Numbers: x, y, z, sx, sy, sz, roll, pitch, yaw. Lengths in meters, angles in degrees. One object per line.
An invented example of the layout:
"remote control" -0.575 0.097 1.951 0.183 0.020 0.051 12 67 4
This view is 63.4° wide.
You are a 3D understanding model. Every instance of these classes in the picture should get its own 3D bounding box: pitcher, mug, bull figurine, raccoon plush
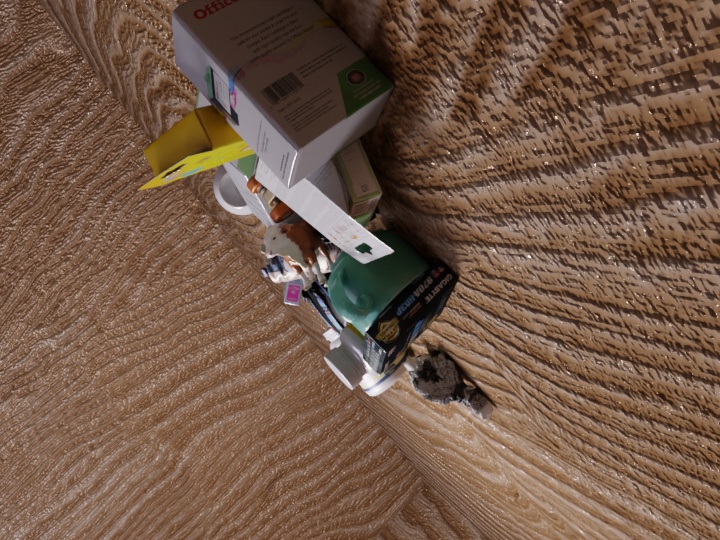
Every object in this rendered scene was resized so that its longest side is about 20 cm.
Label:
"pitcher" -0.262 -0.213 1.277 0.200 0.120 0.173 -97 -14 -76
"mug" 0.019 0.009 0.903 0.114 0.152 0.185 45 178 13
"bull figurine" -0.100 -0.033 0.991 0.122 0.065 0.200 63 -165 -7
"raccoon plush" 0.175 0.251 1.234 0.200 0.097 0.134 47 174 8

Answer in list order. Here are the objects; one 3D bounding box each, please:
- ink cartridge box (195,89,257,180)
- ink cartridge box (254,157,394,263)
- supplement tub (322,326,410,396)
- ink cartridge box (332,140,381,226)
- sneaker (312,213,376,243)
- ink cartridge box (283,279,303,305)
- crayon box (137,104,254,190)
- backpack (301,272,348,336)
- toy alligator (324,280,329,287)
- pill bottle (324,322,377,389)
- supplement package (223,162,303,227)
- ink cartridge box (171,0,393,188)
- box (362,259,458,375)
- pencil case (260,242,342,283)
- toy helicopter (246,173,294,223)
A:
"ink cartridge box" -0.204 -0.260 0.968 0.200 0.048 0.147 41 128 29
"ink cartridge box" -0.043 -0.093 0.754 0.199 0.050 0.162 37 168 -8
"supplement tub" 0.015 0.193 1.453 0.200 0.145 0.145 49 166 -2
"ink cartridge box" -0.038 -0.167 0.829 0.146 0.047 0.202 118 132 -75
"sneaker" -0.049 -0.091 1.003 0.076 0.091 0.200 50 168 -14
"ink cartridge box" -0.133 -0.037 1.276 0.041 0.202 0.119 8 -168 -9
"crayon box" -0.176 -0.165 0.724 0.126 0.200 0.051 -17 102 41
"backpack" -0.016 0.071 1.238 0.200 0.134 0.183 49 166 0
"toy alligator" 0.000 0.000 1.045 0.059 0.199 0.055 -15 81 35
"pill bottle" 0.030 0.126 1.102 0.111 0.200 0.111 45 165 15
"supplement package" -0.173 -0.175 1.112 0.109 0.114 0.201 40 164 30
"ink cartridge box" -0.087 -0.216 0.640 0.200 0.145 0.084 47 155 6
"box" 0.074 0.081 0.931 0.046 0.159 0.200 43 165 13
"pencil case" -0.095 -0.031 1.133 0.198 0.079 0.090 -12 146 22
"toy helicopter" -0.100 -0.146 0.991 0.079 0.132 0.200 51 -175 4
